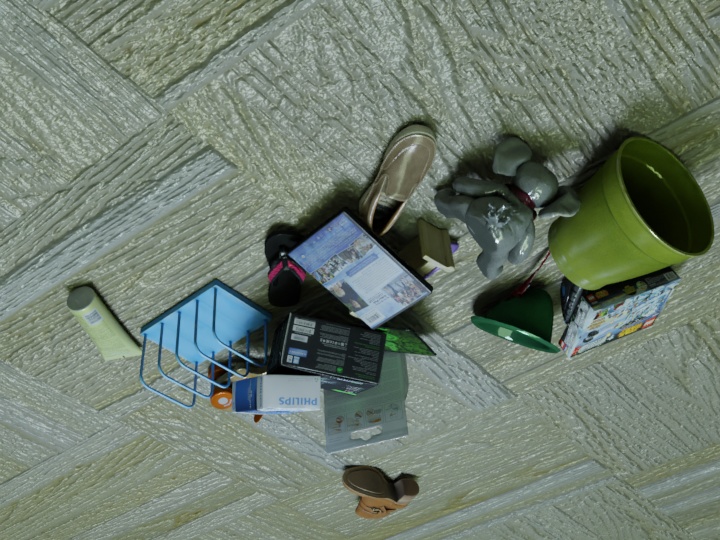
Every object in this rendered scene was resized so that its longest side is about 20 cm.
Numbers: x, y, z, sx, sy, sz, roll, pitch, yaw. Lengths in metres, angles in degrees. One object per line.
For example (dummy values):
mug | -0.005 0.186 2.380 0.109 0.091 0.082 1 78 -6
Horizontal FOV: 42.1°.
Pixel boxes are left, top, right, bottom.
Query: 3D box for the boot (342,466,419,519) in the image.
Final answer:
boot | 0.021 0.523 2.181 0.199 0.077 0.155 10 142 -28

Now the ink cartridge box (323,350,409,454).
ink cartridge box | 0.013 0.245 1.741 0.159 0.201 0.047 -15 140 12

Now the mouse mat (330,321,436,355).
mouse mat | 0.041 0.124 1.668 0.160 0.008 0.200 4 163 19

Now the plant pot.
plant pot | 0.396 -0.067 1.435 0.199 0.201 0.193 20 142 -27

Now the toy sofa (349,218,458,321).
toy sofa | 0.075 0.013 1.567 0.097 0.083 0.200 27 131 -32

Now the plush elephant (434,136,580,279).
plush elephant | 0.230 -0.104 1.411 0.155 0.165 0.200 -37 180 -15

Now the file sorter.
file sorter | -0.274 0.137 1.649 0.199 0.123 0.139 -31 134 27

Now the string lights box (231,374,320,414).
string lights box | -0.148 0.216 1.611 0.102 0.059 0.200 4 168 -22

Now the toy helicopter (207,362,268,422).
toy helicopter | -0.186 0.213 1.788 0.199 0.079 0.132 -30 129 9

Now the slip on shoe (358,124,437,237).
slip on shoe | 0.056 -0.131 1.411 0.076 0.061 0.200 17 135 -23

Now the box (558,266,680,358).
box | 0.455 0.072 1.650 0.199 0.040 0.137 -17 144 -24

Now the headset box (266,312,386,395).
headset box | -0.065 0.151 1.644 0.173 0.093 0.200 13 165 -11

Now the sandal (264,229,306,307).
sandal | -0.123 0.007 1.569 0.075 0.045 0.201 0 140 -5

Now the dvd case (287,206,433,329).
dvd case | 0.000 0.000 1.491 0.200 0.018 0.142 42 129 -17

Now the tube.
tube | -0.454 0.103 1.653 0.058 0.052 0.200 27 155 29

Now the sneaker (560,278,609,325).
sneaker | 0.398 0.026 1.620 0.081 0.074 0.201 1 140 -5

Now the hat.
hat | 0.309 0.038 1.670 0.165 0.177 0.200 25 172 -27
